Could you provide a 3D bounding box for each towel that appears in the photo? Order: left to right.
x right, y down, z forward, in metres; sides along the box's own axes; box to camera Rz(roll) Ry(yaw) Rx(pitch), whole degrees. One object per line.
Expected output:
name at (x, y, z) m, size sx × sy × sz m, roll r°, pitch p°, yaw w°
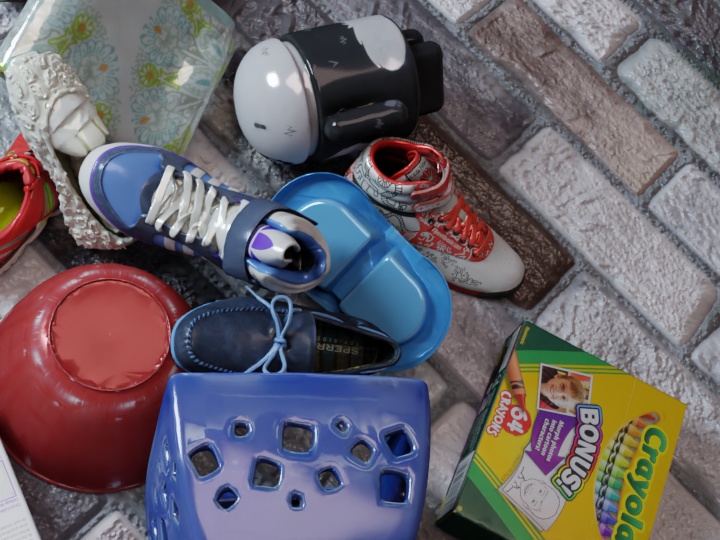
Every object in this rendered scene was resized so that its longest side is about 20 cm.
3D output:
towel at (-0.208, -0.198, 1.067) m, size 0.200 × 0.048 × 0.172 m, roll 37°, pitch 70°, yaw -43°

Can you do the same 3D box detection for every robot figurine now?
robot figurine at (-0.021, -0.170, 1.138) m, size 0.199 × 0.150 × 0.125 m, roll -16°, pitch 83°, yaw -19°

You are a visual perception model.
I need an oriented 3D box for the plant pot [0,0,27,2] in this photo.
plant pot at (-0.255, -0.349, 1.135) m, size 0.173 × 0.200 × 0.201 m, roll -3°, pitch 66°, yaw -35°

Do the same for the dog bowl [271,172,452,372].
dog bowl at (0.000, 0.000, 1.083) m, size 0.200 × 0.050 × 0.111 m, roll 46°, pitch 101°, yaw 7°

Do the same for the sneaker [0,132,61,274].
sneaker at (-0.287, -0.079, 1.042) m, size 0.077 × 0.085 × 0.200 m, roll 28°, pitch 61°, yaw -2°

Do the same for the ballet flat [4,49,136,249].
ballet flat at (-0.230, -0.097, 1.007) m, size 0.071 × 0.200 × 0.072 m, roll -8°, pitch 42°, yaw 7°

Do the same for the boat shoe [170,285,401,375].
boat shoe at (-0.054, 0.053, 0.979) m, size 0.199 × 0.069 × 0.085 m, roll -2°, pitch 90°, yaw -35°

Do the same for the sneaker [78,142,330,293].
sneaker at (-0.113, -0.042, 0.969) m, size 0.200 × 0.146 × 0.081 m, roll 30°, pitch 79°, yaw -34°

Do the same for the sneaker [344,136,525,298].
sneaker at (0.078, -0.050, 1.120) m, size 0.201 × 0.108 × 0.067 m, roll 30°, pitch 61°, yaw -1°

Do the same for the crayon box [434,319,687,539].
crayon box at (0.183, 0.172, 1.074) m, size 0.172 × 0.058 × 0.200 m, roll 27°, pitch 61°, yaw -3°

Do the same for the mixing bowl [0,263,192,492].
mixing bowl at (-0.209, 0.070, 0.984) m, size 0.199 × 0.108 × 0.201 m, roll 6°, pitch 64°, yaw -12°

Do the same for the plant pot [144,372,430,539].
plant pot at (-0.054, 0.202, 0.895) m, size 0.199 × 0.200 × 0.180 m, roll 2°, pitch 53°, yaw -15°

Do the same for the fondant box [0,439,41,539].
fondant box at (-0.322, 0.214, 0.912) m, size 0.144 × 0.058 × 0.200 m, roll -20°, pitch 72°, yaw -23°
